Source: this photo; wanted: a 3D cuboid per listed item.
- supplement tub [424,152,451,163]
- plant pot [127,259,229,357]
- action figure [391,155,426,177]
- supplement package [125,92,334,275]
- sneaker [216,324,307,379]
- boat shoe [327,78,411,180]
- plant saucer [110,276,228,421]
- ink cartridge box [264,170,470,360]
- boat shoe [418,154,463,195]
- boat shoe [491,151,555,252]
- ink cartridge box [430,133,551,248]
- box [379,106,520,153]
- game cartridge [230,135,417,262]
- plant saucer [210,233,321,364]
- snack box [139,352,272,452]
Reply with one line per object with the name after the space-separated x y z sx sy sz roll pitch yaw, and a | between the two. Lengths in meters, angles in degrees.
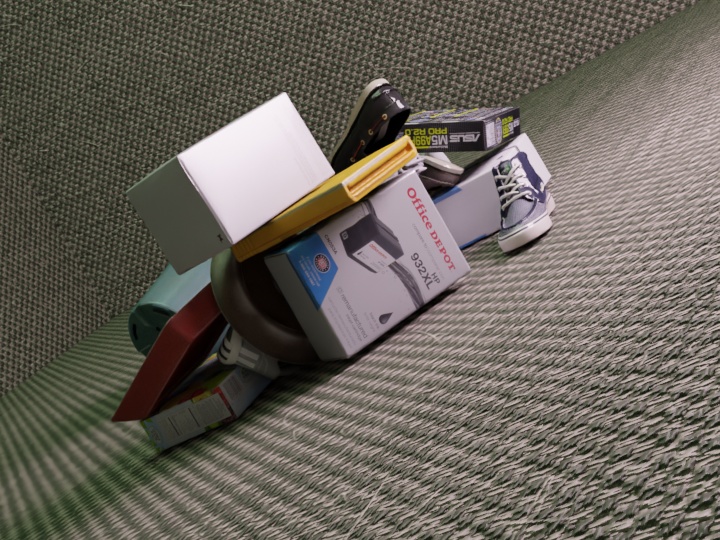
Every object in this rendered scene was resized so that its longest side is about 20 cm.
0.056 -0.102 1.953 0.199 0.146 0.145 -27 8 26 | supplement tub
-0.279 0.064 2.045 0.200 0.201 0.196 -24 17 39 | plant pot
0.025 -0.109 1.665 0.129 0.070 0.200 -14 -22 -9 | action figure
-0.152 -0.104 1.437 0.121 0.120 0.200 -25 11 45 | supplement package
-0.100 0.072 1.549 0.075 0.115 0.200 -61 2 40 | sneaker
0.010 -0.168 1.670 0.073 0.063 0.202 -25 -26 -39 | boat shoe
-0.214 0.090 1.524 0.200 0.037 0.200 -54 -4 37 | plant saucer
0.010 -0.007 1.453 0.199 0.146 0.084 -34 8 -24 | ink cartridge box
0.088 -0.135 1.739 0.200 0.071 0.060 26 99 67 | boat shoe
0.196 -0.092 1.549 0.074 0.093 0.200 -28 8 17 | boat shoe
0.182 -0.113 1.770 0.145 0.084 0.200 -28 8 25 | ink cartridge box
0.134 -0.205 1.766 0.159 0.045 0.200 0 12 21 | box
-0.046 -0.083 1.449 0.199 0.033 0.176 -28 7 37 | game cartridge
-0.092 0.021 1.509 0.032 0.200 0.200 -44 -3 41 | plant saucer
-0.178 0.147 1.575 0.142 0.053 0.200 -25 11 31 | snack box
